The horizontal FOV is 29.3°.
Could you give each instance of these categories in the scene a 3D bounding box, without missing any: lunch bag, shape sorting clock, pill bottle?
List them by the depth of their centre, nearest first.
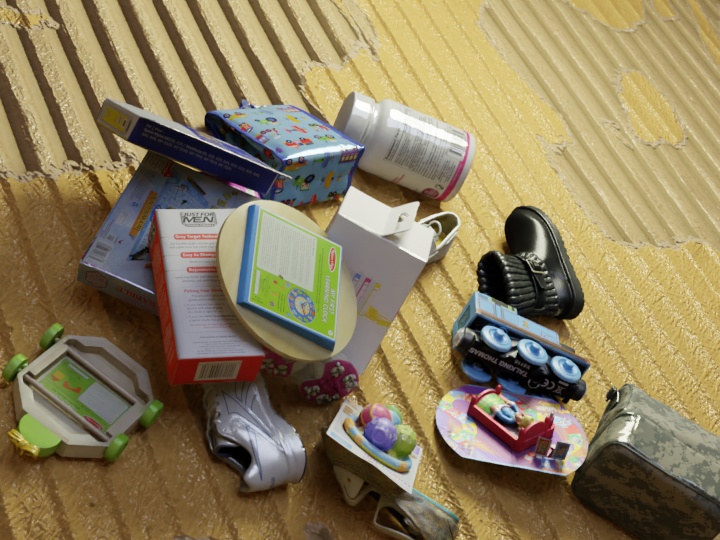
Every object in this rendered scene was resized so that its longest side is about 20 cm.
[{"bbox_3d":[-0.083,0.012,1.563,0.199,0.039,0.201,23,49,-29],"label":"shape sorting clock"},{"bbox_3d":[0.392,0.251,1.784,0.199,0.140,0.168,32,43,1],"label":"lunch bag"},{"bbox_3d":[-0.119,-0.186,1.966,0.150,0.094,0.200,-12,46,-40],"label":"lunch bag"},{"bbox_3d":[0.061,-0.188,2.062,0.199,0.114,0.114,21,38,-14],"label":"pill bottle"}]

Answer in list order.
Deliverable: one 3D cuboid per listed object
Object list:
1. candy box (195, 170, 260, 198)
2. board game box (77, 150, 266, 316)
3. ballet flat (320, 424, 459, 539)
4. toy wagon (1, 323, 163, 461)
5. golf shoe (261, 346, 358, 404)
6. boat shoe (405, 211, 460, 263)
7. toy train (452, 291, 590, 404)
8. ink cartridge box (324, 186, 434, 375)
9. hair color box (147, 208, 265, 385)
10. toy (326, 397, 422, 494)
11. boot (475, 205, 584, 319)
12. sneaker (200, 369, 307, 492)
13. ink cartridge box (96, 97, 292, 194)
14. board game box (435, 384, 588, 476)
[{"bbox_3d":[-0.185,-0.039,1.763,0.136,0.061,0.201,5,46,-28],"label":"candy box"},{"bbox_3d":[-0.207,-0.030,1.654,0.199,0.041,0.200,24,51,1],"label":"board game box"},{"bbox_3d":[0.022,0.258,1.586,0.200,0.071,0.071,36,37,8],"label":"ballet flat"},{"bbox_3d":[-0.314,0.144,1.488,0.155,0.040,0.200,36,38,6],"label":"toy wagon"},{"bbox_3d":[-0.066,0.093,1.637,0.200,0.075,0.092,43,18,-53],"label":"golf shoe"},{"bbox_3d":[0.080,-0.040,1.933,0.075,0.086,0.202,46,39,17],"label":"boat shoe"},{"bbox_3d":[0.217,0.112,1.866,0.199,0.087,0.114,24,32,-11],"label":"toy train"},{"bbox_3d":[0.000,0.000,1.715,0.125,0.201,0.129,28,19,-4],"label":"ink cartridge box"},{"bbox_3d":[-0.176,0.027,1.556,0.101,0.061,0.201,-1,57,-19],"label":"hair color box"},{"bbox_3d":[0.028,0.187,1.600,0.115,0.047,0.200,34,6,1],"label":"toy"},{"bbox_3d":[0.227,-0.015,2.015,0.157,0.080,0.212,2,47,-34],"label":"boot"},{"bbox_3d":[-0.141,0.164,1.564,0.087,0.075,0.200,-16,57,-38],"label":"sneaker"},{"bbox_3d":[-0.209,-0.150,1.708,0.197,0.047,0.200,21,7,-29],"label":"ink cartridge box"},{"bbox_3d":[0.197,0.186,1.753,0.199,0.039,0.158,11,31,-2],"label":"board game box"}]
